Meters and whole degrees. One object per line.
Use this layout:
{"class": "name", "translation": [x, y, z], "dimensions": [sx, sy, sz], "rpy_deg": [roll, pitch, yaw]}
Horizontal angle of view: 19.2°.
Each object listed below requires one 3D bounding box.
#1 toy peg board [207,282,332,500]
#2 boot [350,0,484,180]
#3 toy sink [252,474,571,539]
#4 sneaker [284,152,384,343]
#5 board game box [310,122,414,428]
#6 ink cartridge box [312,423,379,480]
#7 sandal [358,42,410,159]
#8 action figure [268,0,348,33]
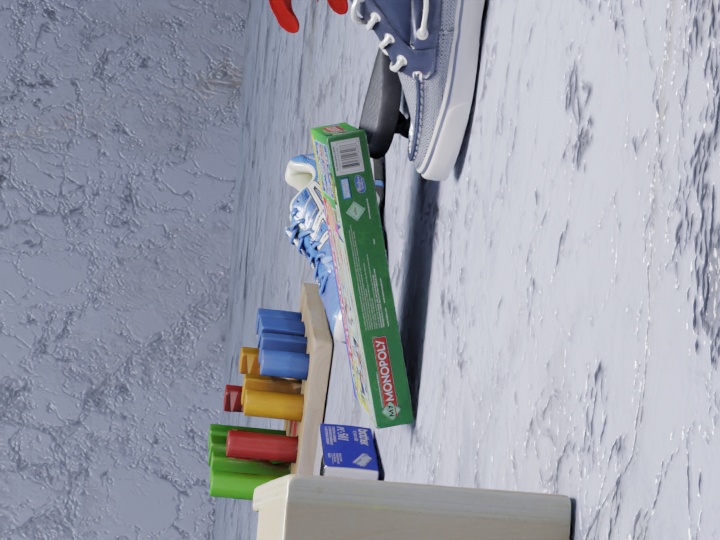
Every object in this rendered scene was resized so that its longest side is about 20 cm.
{"class": "toy peg board", "translation": [-0.094, 0.131, 2.095], "dimensions": [0.200, 0.098, 0.200], "rpy_deg": [-109, 25, -73]}
{"class": "boot", "translation": [0.028, -0.157, 1.333], "dimensions": [0.073, 0.090, 0.200], "rpy_deg": [-103, 20, -70]}
{"class": "toy sink", "translation": [0.014, 0.161, 1.022], "dimensions": [0.200, 0.130, 0.112], "rpy_deg": [140, 135, -79]}
{"class": "sneaker", "translation": [-0.022, -0.019, 1.706], "dimensions": [0.200, 0.077, 0.076], "rpy_deg": [-93, 13, -46]}
{"class": "board game box", "translation": [0.000, 0.000, 1.483], "dimensions": [0.135, 0.029, 0.200], "rpy_deg": [-140, 40, -81]}
{"class": "ink cartridge box", "translation": [-0.021, 0.227, 1.624], "dimensions": [0.094, 0.044, 0.200], "rpy_deg": [-101, 18, -73]}
{"class": "sandal", "translation": [0.028, -0.133, 1.575], "dimensions": [0.200, 0.043, 0.076], "rpy_deg": [-80, 6, -71]}
{"class": "action figure", "translation": [-0.016, -0.238, 1.566], "dimensions": [0.052, 0.065, 0.200], "rpy_deg": [54, -150, -25]}
